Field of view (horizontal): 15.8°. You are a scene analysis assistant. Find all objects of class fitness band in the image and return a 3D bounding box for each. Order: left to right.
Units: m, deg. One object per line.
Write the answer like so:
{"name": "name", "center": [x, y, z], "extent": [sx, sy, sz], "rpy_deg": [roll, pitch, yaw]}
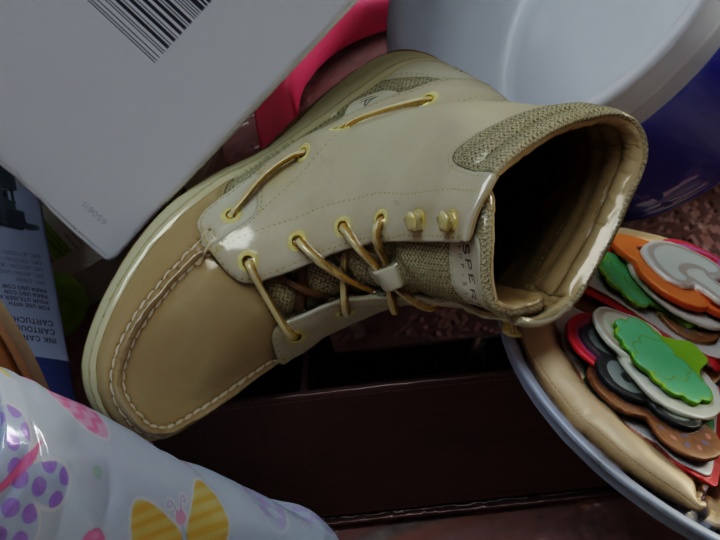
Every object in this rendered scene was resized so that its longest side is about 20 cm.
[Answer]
{"name": "fitness band", "center": [0.023, -0.071, 1.208], "extent": [0.143, 0.038, 0.201], "rpy_deg": [-16, 42, 3]}

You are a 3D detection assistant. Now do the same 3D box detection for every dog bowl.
{"name": "dog bowl", "center": [0.109, -0.124, 1.086], "extent": [0.199, 0.079, 0.201], "rpy_deg": [-28, 47, 34]}

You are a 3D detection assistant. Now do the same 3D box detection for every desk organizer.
{"name": "desk organizer", "center": [0.016, 0.050, 1.052], "extent": [0.198, 0.077, 0.072], "rpy_deg": [-7, 44, 8]}

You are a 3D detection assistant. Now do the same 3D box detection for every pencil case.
{"name": "pencil case", "center": [-0.094, 0.098, 0.945], "extent": [0.090, 0.200, 0.084], "rpy_deg": [-1, 67, 42]}

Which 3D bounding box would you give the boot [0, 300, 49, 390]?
{"name": "boot", "center": [-0.191, 0.088, 0.978], "extent": [0.154, 0.201, 0.074], "rpy_deg": [-27, 39, -24]}

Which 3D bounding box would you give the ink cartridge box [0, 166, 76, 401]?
{"name": "ink cartridge box", "center": [-0.187, 0.007, 1.091], "extent": [0.119, 0.042, 0.201], "rpy_deg": [5, 57, -30]}

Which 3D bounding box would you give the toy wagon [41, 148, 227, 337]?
{"name": "toy wagon", "center": [-0.163, -0.024, 1.205], "extent": [0.199, 0.040, 0.155], "rpy_deg": [-31, 45, -15]}

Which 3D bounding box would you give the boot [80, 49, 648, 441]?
{"name": "boot", "center": [0.000, 0.000, 0.959], "extent": [0.200, 0.073, 0.155], "rpy_deg": [-41, 29, -17]}

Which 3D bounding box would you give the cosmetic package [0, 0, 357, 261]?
{"name": "cosmetic package", "center": [-0.068, -0.134, 1.069], "extent": [0.199, 0.123, 0.200], "rpy_deg": [-46, 10, 13]}

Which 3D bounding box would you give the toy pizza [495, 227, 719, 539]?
{"name": "toy pizza", "center": [0.143, 0.042, 0.979], "extent": [0.199, 0.032, 0.201], "rpy_deg": [22, 30, -14]}
